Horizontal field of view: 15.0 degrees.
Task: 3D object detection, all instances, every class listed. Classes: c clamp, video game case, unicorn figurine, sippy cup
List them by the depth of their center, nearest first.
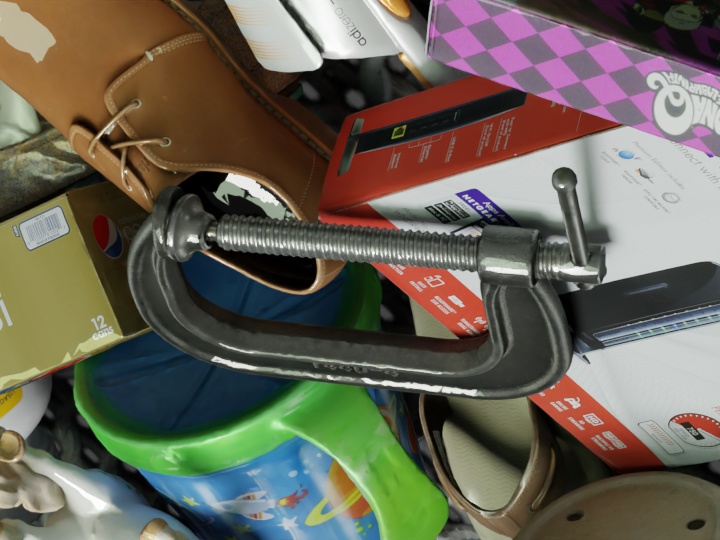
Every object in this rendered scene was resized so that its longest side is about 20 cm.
[{"bbox_3d":[0.147,-0.094,0.875,0.199,0.181,0.036,21,132,18],"label":"video game case"},{"bbox_3d":[0.000,0.000,1.010,0.199,0.027,0.171,2,151,18],"label":"c clamp"},{"bbox_3d":[-0.084,0.131,1.131,0.200,0.074,0.137,50,-174,32],"label":"unicorn figurine"},{"bbox_3d":[-0.036,0.067,1.173,0.139,0.178,0.131,-19,129,11],"label":"sippy cup"}]

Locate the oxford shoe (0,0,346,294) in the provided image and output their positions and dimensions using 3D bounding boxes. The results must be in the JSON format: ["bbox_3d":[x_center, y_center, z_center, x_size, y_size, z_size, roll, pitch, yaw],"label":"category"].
[{"bbox_3d":[-0.084,-0.061,1.057,0.200,0.071,0.071,33,121,-5],"label":"oxford shoe"}]

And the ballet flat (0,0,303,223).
[{"bbox_3d":[-0.111,-0.073,1.150,0.199,0.068,0.067,-22,108,31],"label":"ballet flat"}]

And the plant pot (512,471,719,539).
[{"bbox_3d":[0.120,0.160,1.093,0.200,0.200,0.135,-1,121,33],"label":"plant pot"}]

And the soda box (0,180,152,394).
[{"bbox_3d":[-0.172,0.027,1.137,0.199,0.068,0.064,-22,90,26],"label":"soda box"}]

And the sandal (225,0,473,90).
[{"bbox_3d":[-0.008,-0.089,1.041,0.059,0.079,0.207,-42,103,4],"label":"sandal"}]

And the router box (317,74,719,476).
[{"bbox_3d":[0.115,-0.005,1.017,0.179,0.049,0.200,-16,137,40],"label":"router box"}]

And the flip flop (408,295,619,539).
[{"bbox_3d":[0.059,0.070,1.155,0.081,0.058,0.201,5,130,30],"label":"flip flop"}]

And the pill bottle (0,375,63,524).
[{"bbox_3d":[-0.208,0.029,1.262,0.104,0.104,0.201,-3,123,35],"label":"pill bottle"}]
